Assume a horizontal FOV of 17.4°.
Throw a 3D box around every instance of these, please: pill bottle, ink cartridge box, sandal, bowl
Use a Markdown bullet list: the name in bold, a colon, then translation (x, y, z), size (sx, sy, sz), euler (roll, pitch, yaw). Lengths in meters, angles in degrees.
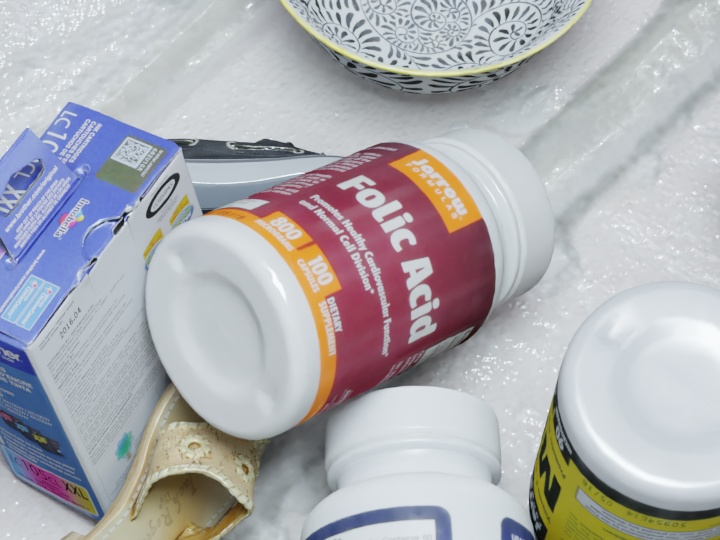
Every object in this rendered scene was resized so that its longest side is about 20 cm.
- **pill bottle**: translation (0.029, 0.166, 1.161), size (0.120, 0.120, 0.200), euler (0, 60, -2)
- **pill bottle**: translation (0.142, 0.099, 1.156), size (0.114, 0.200, 0.114), euler (1, 61, -2)
- **ink cartridge box**: translation (-0.140, 0.013, 1.187), size (0.076, 0.200, 0.137), euler (23, 61, 23)
- **sandal**: translation (-0.085, 0.121, 1.191), size (0.070, 0.078, 0.212), euler (10, 52, 47)
- **bowl**: translation (0.040, -0.172, 1.362), size (0.200, 0.094, 0.201), euler (1, 62, -2)
- **pill bottle**: translation (0.000, 0.000, 1.193), size (0.200, 0.114, 0.114), euler (-25, 63, -41)

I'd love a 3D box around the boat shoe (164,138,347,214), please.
- **boat shoe**: translation (-0.055, -0.044, 1.308), size (0.200, 0.070, 0.066), euler (-1, 37, -9)
